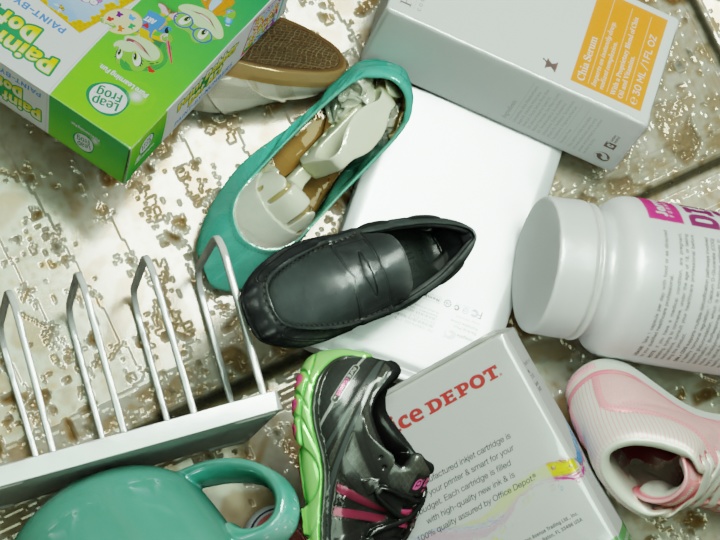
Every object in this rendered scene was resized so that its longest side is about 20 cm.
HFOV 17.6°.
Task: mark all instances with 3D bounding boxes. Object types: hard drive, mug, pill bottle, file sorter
[{"bbox_3d":[0.051,-0.018,1.633,0.132,0.027,0.200,20,77,-7],"label":"hard drive"},{"bbox_3d":[-0.139,0.193,1.494,0.185,0.152,0.114,-20,53,-28],"label":"mug"},{"bbox_3d":[0.213,0.010,1.608,0.200,0.113,0.114,9,78,-16],"label":"pill bottle"},{"bbox_3d":[-0.173,0.069,1.516,0.200,0.139,0.125,-15,81,-14],"label":"file sorter"}]

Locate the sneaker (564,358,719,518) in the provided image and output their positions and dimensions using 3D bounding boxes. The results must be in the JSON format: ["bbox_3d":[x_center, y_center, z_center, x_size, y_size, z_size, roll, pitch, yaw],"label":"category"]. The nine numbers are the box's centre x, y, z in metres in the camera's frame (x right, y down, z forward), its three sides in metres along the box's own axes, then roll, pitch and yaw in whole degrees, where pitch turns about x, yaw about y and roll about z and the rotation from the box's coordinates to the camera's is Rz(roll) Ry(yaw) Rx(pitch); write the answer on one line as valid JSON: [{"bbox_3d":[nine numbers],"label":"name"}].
[{"bbox_3d":[0.231,0.140,1.583,0.200,0.105,0.075,27,114,-20],"label":"sneaker"}]

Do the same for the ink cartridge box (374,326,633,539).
[{"bbox_3d":[0.085,0.157,1.555,0.145,0.084,0.200,-30,88,9],"label":"ink cartridge box"}]

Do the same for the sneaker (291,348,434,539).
[{"bbox_3d":[0.007,0.149,1.488,0.084,0.077,0.201,-7,95,11],"label":"sneaker"}]

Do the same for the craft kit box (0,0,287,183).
[{"bbox_3d":[-0.180,-0.181,1.555,0.200,0.049,0.198,33,57,8],"label":"craft kit box"}]

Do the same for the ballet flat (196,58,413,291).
[{"bbox_3d":[-0.038,-0.068,1.586,0.067,0.070,0.200,43,84,-11],"label":"ballet flat"}]

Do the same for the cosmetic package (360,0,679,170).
[{"bbox_3d":[0.112,-0.163,1.636,0.200,0.071,0.102,23,60,-6],"label":"cosmetic package"}]

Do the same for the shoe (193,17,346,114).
[{"bbox_3d":[-0.110,-0.145,1.615,0.199,0.053,0.070,6,44,-14],"label":"shoe"}]

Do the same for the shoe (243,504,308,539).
[{"bbox_3d":[-0.020,0.247,1.537,0.071,0.091,0.200,-19,84,-14],"label":"shoe"}]

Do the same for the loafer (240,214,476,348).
[{"bbox_3d":[0.000,0.000,1.524,0.200,0.070,0.068,-20,86,-49],"label":"loafer"}]
